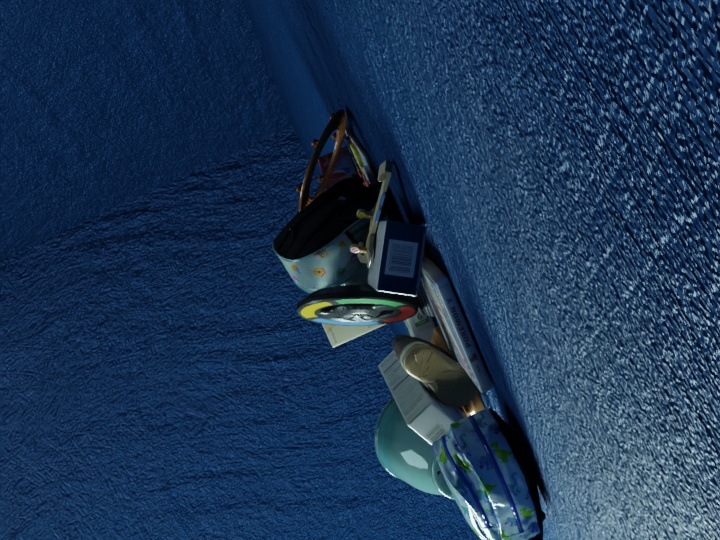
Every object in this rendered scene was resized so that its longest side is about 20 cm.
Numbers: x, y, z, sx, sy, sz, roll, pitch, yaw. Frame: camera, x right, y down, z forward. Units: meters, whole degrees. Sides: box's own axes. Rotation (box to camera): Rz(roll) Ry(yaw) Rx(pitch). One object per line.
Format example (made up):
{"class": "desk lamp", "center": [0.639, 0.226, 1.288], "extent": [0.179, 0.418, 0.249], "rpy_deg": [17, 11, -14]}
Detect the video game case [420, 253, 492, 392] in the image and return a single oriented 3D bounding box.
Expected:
{"class": "video game case", "center": [0.131, 0.069, 1.461], "extent": [0.200, 0.023, 0.183], "rpy_deg": [-123, 9, -74]}

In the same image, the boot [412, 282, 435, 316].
{"class": "boot", "center": [0.065, 0.025, 1.681], "extent": [0.200, 0.090, 0.073], "rpy_deg": [-117, 3, -53]}

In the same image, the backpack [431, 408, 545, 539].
{"class": "backpack", "center": [0.183, 0.289, 1.385], "extent": [0.164, 0.153, 0.201], "rpy_deg": [-108, 9, -45]}

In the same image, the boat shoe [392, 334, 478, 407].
{"class": "boat shoe", "center": [0.118, 0.154, 1.547], "extent": [0.200, 0.072, 0.065], "rpy_deg": [36, -170, -44]}

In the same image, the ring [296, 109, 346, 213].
{"class": "ring", "center": [-0.071, -0.189, 1.718], "extent": [0.019, 0.201, 0.200], "rpy_deg": [23, 171, 7]}

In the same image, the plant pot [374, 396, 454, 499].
{"class": "plant pot", "center": [0.153, 0.331, 1.830], "extent": [0.188, 0.199, 0.201], "rpy_deg": [23, 140, 65]}

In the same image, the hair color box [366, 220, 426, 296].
{"class": "hair color box", "center": [0.051, -0.020, 1.432], "extent": [0.200, 0.060, 0.101], "rpy_deg": [-144, 62, -85]}

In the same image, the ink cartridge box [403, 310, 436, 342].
{"class": "ink cartridge box", "center": [0.093, 0.055, 1.863], "extent": [0.109, 0.050, 0.201], "rpy_deg": [-118, 4, -63]}

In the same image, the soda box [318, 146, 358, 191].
{"class": "soda box", "center": [-0.035, -0.177, 1.934], "extent": [0.200, 0.070, 0.064], "rpy_deg": [-107, -4, -63]}

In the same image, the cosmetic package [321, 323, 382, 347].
{"class": "cosmetic package", "center": [0.010, 0.067, 2.009], "extent": [0.071, 0.199, 0.106], "rpy_deg": [-124, 8, -75]}

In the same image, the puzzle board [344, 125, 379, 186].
{"class": "puzzle board", "center": [0.020, -0.152, 1.792], "extent": [0.151, 0.017, 0.201], "rpy_deg": [-117, 3, -58]}

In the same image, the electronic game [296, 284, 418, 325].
{"class": "electronic game", "center": [-0.005, 0.062, 1.596], "extent": [0.200, 0.199, 0.042], "rpy_deg": [73, -164, -73]}

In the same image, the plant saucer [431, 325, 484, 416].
{"class": "plant saucer", "center": [0.172, 0.193, 1.731], "extent": [0.200, 0.032, 0.201], "rpy_deg": [155, 90, -89]}

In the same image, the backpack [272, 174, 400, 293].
{"class": "backpack", "center": [-0.040, -0.046, 1.647], "extent": [0.176, 0.200, 0.154], "rpy_deg": [33, 151, 57]}

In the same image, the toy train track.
{"class": "toy train track", "center": [0.013, -0.085, 1.442], "extent": [0.200, 0.032, 0.115], "rpy_deg": [106, 173, -49]}

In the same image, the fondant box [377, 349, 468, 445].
{"class": "fondant box", "center": [0.118, 0.227, 1.637], "extent": [0.144, 0.058, 0.200], "rpy_deg": [42, -171, -25]}
